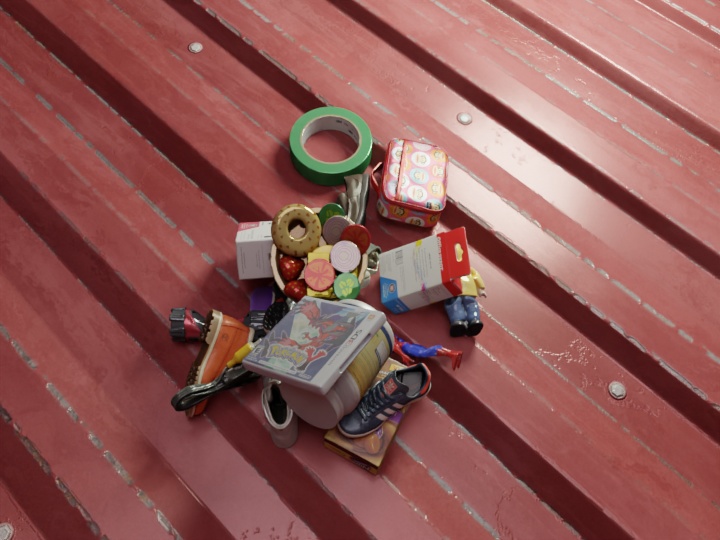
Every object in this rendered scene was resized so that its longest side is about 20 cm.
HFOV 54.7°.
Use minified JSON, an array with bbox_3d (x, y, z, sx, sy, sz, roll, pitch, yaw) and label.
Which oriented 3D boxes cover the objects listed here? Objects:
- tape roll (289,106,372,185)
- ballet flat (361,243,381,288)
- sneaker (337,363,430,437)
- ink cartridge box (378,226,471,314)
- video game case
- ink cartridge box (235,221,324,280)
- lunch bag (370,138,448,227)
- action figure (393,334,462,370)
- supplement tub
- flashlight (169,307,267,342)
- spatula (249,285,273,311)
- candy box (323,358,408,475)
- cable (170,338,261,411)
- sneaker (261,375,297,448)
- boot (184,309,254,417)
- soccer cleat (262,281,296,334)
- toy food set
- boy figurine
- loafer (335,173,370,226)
[{"bbox_3d":[-0.070,-0.296,1.648,0.195,0.049,0.205,1,59,-2],"label":"tape roll"},{"bbox_3d":[0.000,0.000,1.433,0.062,0.069,0.201,19,34,8],"label":"ballet flat"},{"bbox_3d":[0.044,0.226,1.261,0.197,0.085,0.075,-30,65,-19],"label":"sneaker"},{"bbox_3d":[0.138,0.001,1.421,0.196,0.067,0.119,-18,56,23],"label":"ink cartridge box"},{"bbox_3d":[-0.080,0.120,1.183,0.197,0.023,0.182,8,43,41],"label":"video game case"},{"bbox_3d":[-0.154,-0.048,1.439,0.194,0.085,0.147,-4,19,-5],"label":"ink cartridge box"},{"bbox_3d":[0.108,-0.203,1.575,0.172,0.083,0.204,12,56,-4],"label":"lunch bag"},{"bbox_3d":[0.100,0.158,1.379,0.196,0.065,0.053,15,99,21],"label":"action figure"},{"bbox_3d":[-0.041,0.166,1.250,0.142,0.146,0.201,28,50,13],"label":"supplement tub"},{"bbox_3d":[-0.279,0.105,1.393,0.194,0.069,0.068,-3,23,-8],"label":"flashlight"},{"bbox_3d":[-0.132,0.060,1.449,0.194,0.021,0.058,1,64,-7],"label":"spatula"},{"bbox_3d":[0.025,0.264,1.320,0.115,0.057,0.202,24,59,12],"label":"candy box"},{"bbox_3d":[-0.259,0.200,1.290,0.197,0.098,0.051,-27,61,-19],"label":"cable"},{"bbox_3d":[-0.151,0.214,1.305,0.072,0.117,0.204,-9,59,-6],"label":"sneaker"},{"bbox_3d":[-0.269,0.188,1.328,0.105,0.075,0.205,22,84,-27],"label":"boot"},{"bbox_3d":[-0.145,0.073,1.396,0.066,0.074,0.202,-3,38,14],"label":"soccer cleat"},{"bbox_3d":[-0.076,-0.029,1.335,0.192,0.049,0.206,0,80,-5],"label":"toy food set"},{"bbox_3d":[0.200,0.035,1.460,0.121,0.065,0.204,-5,59,-6],"label":"boy figurine"},{"bbox_3d":[-0.022,-0.133,1.548,0.069,0.074,0.203,5,49,5],"label":"loafer"}]
